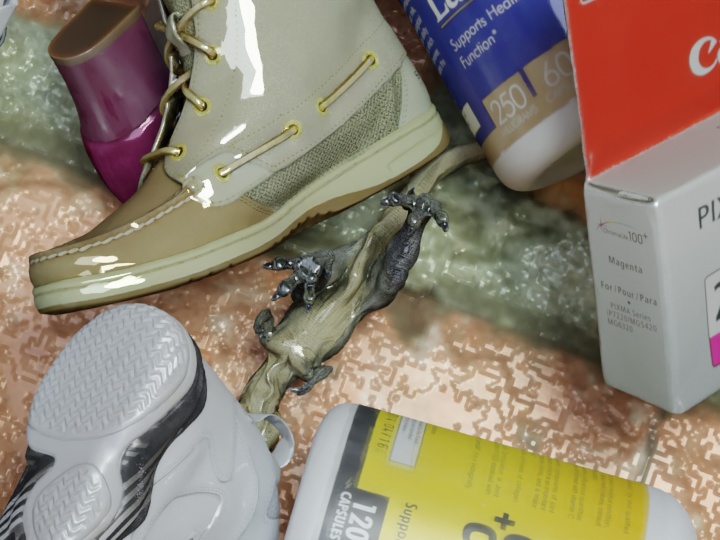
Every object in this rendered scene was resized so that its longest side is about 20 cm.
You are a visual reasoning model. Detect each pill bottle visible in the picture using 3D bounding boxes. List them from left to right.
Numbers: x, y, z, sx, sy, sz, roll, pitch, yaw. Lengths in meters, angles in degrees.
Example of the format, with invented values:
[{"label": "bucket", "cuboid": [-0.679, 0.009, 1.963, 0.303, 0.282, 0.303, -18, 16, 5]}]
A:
[{"label": "pill bottle", "cuboid": [0.064, -0.145, 0.831, 0.115, 0.116, 0.201, -28, 82, -8]}, {"label": "pill bottle", "cuboid": [0.067, 0.131, 0.782, 0.198, 0.112, 0.113, 15, 77, 3]}]

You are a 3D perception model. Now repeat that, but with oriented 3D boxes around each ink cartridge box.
[{"label": "ink cartridge box", "cuboid": [0.170, -0.064, 0.782, 0.199, 0.043, 0.175, -27, 121, -32]}]

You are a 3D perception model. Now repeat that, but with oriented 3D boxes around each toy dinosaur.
[{"label": "toy dinosaur", "cuboid": [0.000, 0.000, 0.824, 0.047, 0.088, 0.200, 39, 79, 10]}]

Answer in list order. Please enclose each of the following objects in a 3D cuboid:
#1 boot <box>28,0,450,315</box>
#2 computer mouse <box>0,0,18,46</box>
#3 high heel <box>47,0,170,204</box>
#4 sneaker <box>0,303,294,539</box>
[{"label": "boot", "cuboid": [-0.069, -0.081, 0.787, 0.199, 0.072, 0.156, -28, 103, -29]}, {"label": "computer mouse", "cuboid": [-0.176, -0.098, 0.855, 0.200, 0.110, 0.044, -41, 118, 0]}, {"label": "high heel", "cuboid": [-0.054, -0.114, 0.883, 0.200, 0.097, 0.067, -41, 40, -23]}, {"label": "sneaker", "cuboid": [-0.099, 0.121, 0.754, 0.075, 0.115, 0.201, 22, 79, 44]}]
